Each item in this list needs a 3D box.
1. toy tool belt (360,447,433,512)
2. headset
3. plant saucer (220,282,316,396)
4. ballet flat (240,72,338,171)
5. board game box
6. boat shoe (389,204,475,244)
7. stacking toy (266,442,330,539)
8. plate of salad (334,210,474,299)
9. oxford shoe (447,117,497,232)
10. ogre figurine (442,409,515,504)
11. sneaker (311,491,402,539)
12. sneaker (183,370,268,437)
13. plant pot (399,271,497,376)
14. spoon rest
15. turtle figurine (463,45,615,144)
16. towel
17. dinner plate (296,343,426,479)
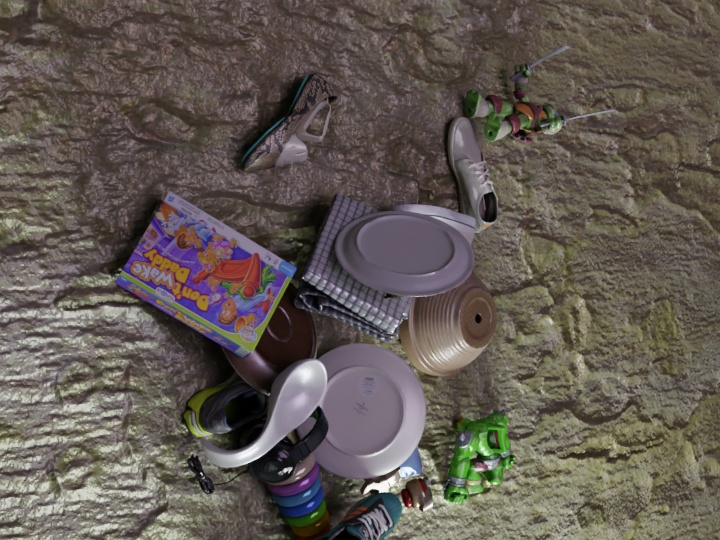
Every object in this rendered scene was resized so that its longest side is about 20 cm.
[{"bbox_3d":[0.028,0.293,1.768,0.122,0.125,0.201,-19,103,-10],"label":"toy tool belt"},{"bbox_3d":[-0.141,0.240,1.586,0.199,0.123,0.094,-34,115,-16],"label":"headset"},{"bbox_3d":[-0.124,0.077,1.601,0.200,0.032,0.201,34,43,-39],"label":"plant saucer"},{"bbox_3d":[-0.091,-0.203,1.647,0.075,0.068,0.201,33,60,1],"label":"ballet flat"},{"bbox_3d":[-0.202,0.006,1.506,0.199,0.045,0.135,31,67,-11],"label":"board game box"},{"bbox_3d":[0.119,-0.064,1.867,0.199,0.071,0.070,12,80,-51],"label":"boat shoe"},{"bbox_3d":[-0.080,0.356,1.675,0.085,0.085,0.201,-37,120,-37],"label":"stacking toy"},{"bbox_3d":[0.062,-0.019,1.613,0.200,0.199,0.048,-32,142,-39],"label":"plate of salad"},{"bbox_3d":[0.196,-0.164,1.946,0.075,0.058,0.202,-20,103,-40],"label":"oxford shoe"},{"bbox_3d":[0.207,0.310,1.942,0.199,0.098,0.121,-9,109,-33],"label":"ogre figurine"},{"bbox_3d":[-0.001,0.383,1.645,0.199,0.080,0.072,-30,92,-37],"label":"sneaker"},{"bbox_3d":[-0.150,0.171,1.596,0.200,0.081,0.074,-40,118,-36],"label":"sneaker"},{"bbox_3d":[0.162,0.077,1.894,0.200,0.092,0.203,0,90,-45],"label":"plant pot"},{"bbox_3d":[-0.117,0.195,1.529,0.200,0.060,0.100,-38,139,-23],"label":"spoon rest"},{"bbox_3d":[0.290,-0.297,1.964,0.193,0.200,0.145,-13,85,-34],"label":"turtle figurine"},{"bbox_3d":[0.000,0.000,1.669,0.165,0.086,0.201,27,46,-10],"label":"towel"},{"bbox_3d":[0.001,0.209,1.700,0.198,0.024,0.202,1,83,-5],"label":"dinner plate"}]
